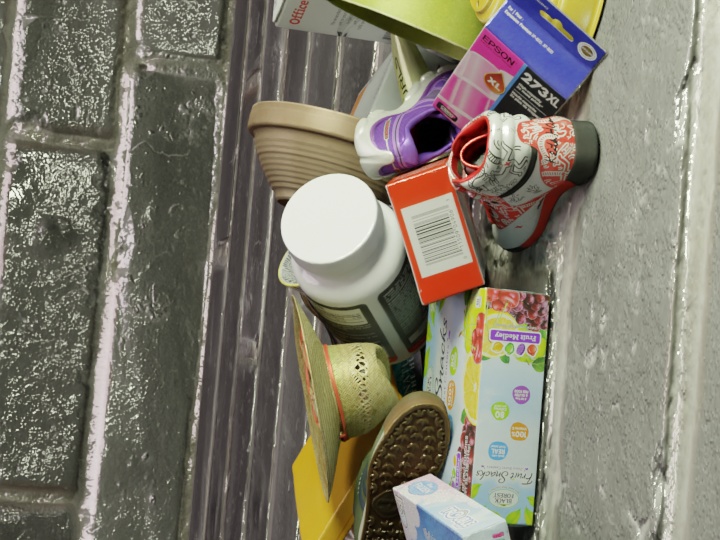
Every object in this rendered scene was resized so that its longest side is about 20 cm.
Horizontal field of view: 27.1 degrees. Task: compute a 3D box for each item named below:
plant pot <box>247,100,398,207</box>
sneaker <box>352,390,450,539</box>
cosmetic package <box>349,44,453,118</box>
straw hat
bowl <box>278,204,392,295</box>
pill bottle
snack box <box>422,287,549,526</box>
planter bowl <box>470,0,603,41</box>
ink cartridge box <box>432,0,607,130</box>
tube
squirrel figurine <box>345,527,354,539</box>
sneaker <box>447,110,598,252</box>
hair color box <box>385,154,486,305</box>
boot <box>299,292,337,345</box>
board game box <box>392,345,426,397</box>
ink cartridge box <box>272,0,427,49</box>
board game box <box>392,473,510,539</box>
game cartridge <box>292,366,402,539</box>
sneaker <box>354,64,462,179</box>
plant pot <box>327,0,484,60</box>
[{"bbox_3d":[-0.034,-0.107,1.610,0.201,0.198,0.094,166,121,-76],"label":"plant pot"},{"bbox_3d":[0.029,0.178,1.377,0.090,0.066,0.202,-101,22,-58],"label":"sneaker"},{"bbox_3d":[0.033,-0.177,1.716,0.102,0.071,0.200,-66,9,-17],"label":"cosmetic package"},{"bbox_3d":[-0.008,0.112,1.403,0.201,0.084,0.204,169,90,-84],"label":"straw hat"},{"bbox_3d":[0.013,-0.016,1.680,0.095,0.200,0.201,53,-179,-20],"label":"bowl"},{"bbox_3d":[0.000,0.000,1.440,0.201,0.114,0.117,60,-157,-56],"label":"pill bottle"},{"bbox_3d":[0.107,0.119,1.355,0.169,0.067,0.203,178,98,-76],"label":"snack box"},{"bbox_3d":[0.146,-0.267,1.312,0.200,0.082,0.204,-175,90,-76],"label":"planter bowl"},{"bbox_3d":[0.134,-0.166,1.304,0.037,0.094,0.200,-48,-2,-26],"label":"ink cartridge box"},{"bbox_3d":[0.064,-0.175,1.560,0.058,0.051,0.202,-38,63,41],"label":"tube"},{"bbox_3d":[0.038,0.302,1.510,0.187,0.140,0.202,-99,31,-78],"label":"squirrel figurine"},{"bbox_3d":[0.120,-0.078,1.292,0.202,0.106,0.068,125,148,-65],"label":"sneaker"},{"bbox_3d":[0.072,-0.042,1.381,0.200,0.063,0.112,-47,-61,-81],"label":"hair color box"},{"bbox_3d":[-0.003,0.059,1.748,0.202,0.077,0.138,63,169,-15],"label":"boot"},{"bbox_3d":[0.031,0.140,1.617,0.135,0.028,0.203,-31,53,40],"label":"board game box"},{"bbox_3d":[0.013,-0.322,1.643,0.144,0.197,0.085,128,145,-65],"label":"ink cartridge box"},{"bbox_3d":[0.095,0.286,1.240,0.200,0.043,0.202,-170,65,-76],"label":"board game box"},{"bbox_3d":[-0.012,0.187,1.542,0.178,0.032,0.200,-59,17,16],"label":"game cartridge"},{"bbox_3d":[0.079,-0.138,1.440,0.083,0.200,0.082,1,118,38],"label":"sneaker"},{"bbox_3d":[0.087,-0.322,1.445,0.202,0.185,0.187,-68,15,4],"label":"plant pot"}]
